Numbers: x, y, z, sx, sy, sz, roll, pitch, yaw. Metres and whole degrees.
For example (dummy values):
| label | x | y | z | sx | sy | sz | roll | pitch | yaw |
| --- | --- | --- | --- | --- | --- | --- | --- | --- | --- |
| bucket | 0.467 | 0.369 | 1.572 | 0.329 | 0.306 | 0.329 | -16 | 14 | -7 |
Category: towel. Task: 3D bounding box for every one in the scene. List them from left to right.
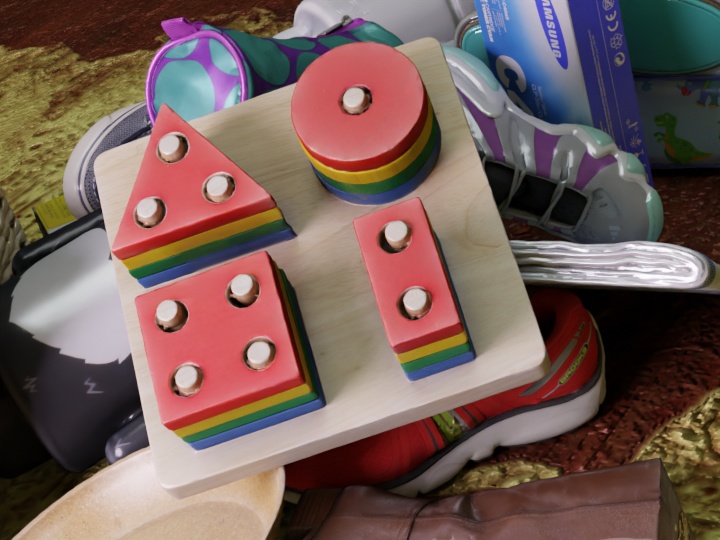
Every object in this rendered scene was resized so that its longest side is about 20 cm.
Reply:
| label | x | y | z | sx | sy | sz | roll | pitch | yaw |
| --- | --- | --- | --- | --- | --- | --- | --- | --- | --- |
| towel | 0.146 | -0.001 | 0.839 | 0.146 | 0.024 | 0.200 | 3 | -1 | 28 |

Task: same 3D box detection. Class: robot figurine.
| label | x | y | z | sx | sy | sz | roll | pitch | yaw |
| --- | --- | --- | --- | --- | --- | --- | --- | --- | --- |
| robot figurine | -0.151 | 0.039 | 0.906 | 0.200 | 0.151 | 0.125 | -31 | 2 | -7 |
| robot figurine | 0.025 | -0.193 | 1.251 | 0.200 | 0.113 | 0.170 | -28 | 41 | -21 |

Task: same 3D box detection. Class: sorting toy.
| label | x | y | z | sx | sy | sz | roll | pitch | yaw |
| --- | --- | --- | --- | --- | --- | --- | --- | --- | --- |
| sorting toy | -0.032 | -0.016 | 0.756 | 0.199 | 0.070 | 0.199 | -19 | 63 | 6 |

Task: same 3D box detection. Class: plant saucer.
| label | x | y | z | sx | sy | sz | roll | pitch | yaw |
| --- | --- | --- | --- | --- | --- | --- | --- | --- | --- |
| plant saucer | -0.117 | 0.158 | 0.759 | 0.200 | 0.036 | 0.200 | -25 | 24 | 12 |

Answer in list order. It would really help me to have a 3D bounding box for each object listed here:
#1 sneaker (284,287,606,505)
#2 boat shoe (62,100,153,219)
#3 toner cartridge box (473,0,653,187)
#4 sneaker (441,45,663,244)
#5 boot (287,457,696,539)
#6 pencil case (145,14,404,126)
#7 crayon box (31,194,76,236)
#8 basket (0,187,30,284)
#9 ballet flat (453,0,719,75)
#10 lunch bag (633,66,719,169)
| label | x | y | z | sx | sy | sz | roll | pitch | yaw |
| --- | --- | --- | --- | --- | --- | --- | --- | --- | --- |
| sneaker | 0.038 | 0.063 | 0.828 | 0.199 | 0.085 | 0.077 | -22 | 28 | -13 |
| boat shoe | -0.116 | -0.095 | 1.084 | 0.093 | 0.075 | 0.200 | 2 | 33 | 43 |
| toner cartridge box | 0.130 | -0.117 | 0.975 | 0.043 | 0.201 | 0.095 | -32 | 32 | -24 |
| sneaker | 0.073 | -0.050 | 0.917 | 0.200 | 0.078 | 0.140 | 33 | 43 | 22 |
| boot | 0.058 | 0.154 | 0.694 | 0.199 | 0.064 | 0.187 | -4 | 33 | 12 |
| pencil case | -0.050 | -0.123 | 1.008 | 0.085 | 0.093 | 0.200 | -6 | 5 | 35 |
| crayon box | -0.134 | -0.043 | 1.134 | 0.199 | 0.051 | 0.127 | -24 | 30 | -12 |
| basket | -0.314 | 0.034 | 1.016 | 0.199 | 0.124 | 0.136 | -13 | 30 | 5 |
| ballet flat | 0.162 | -0.168 | 1.024 | 0.199 | 0.068 | 0.064 | 0 | 30 | 23 |
| lunch bag | 0.239 | -0.140 | 1.087 | 0.199 | 0.083 | 0.161 | 2 | 31 | 28 |
